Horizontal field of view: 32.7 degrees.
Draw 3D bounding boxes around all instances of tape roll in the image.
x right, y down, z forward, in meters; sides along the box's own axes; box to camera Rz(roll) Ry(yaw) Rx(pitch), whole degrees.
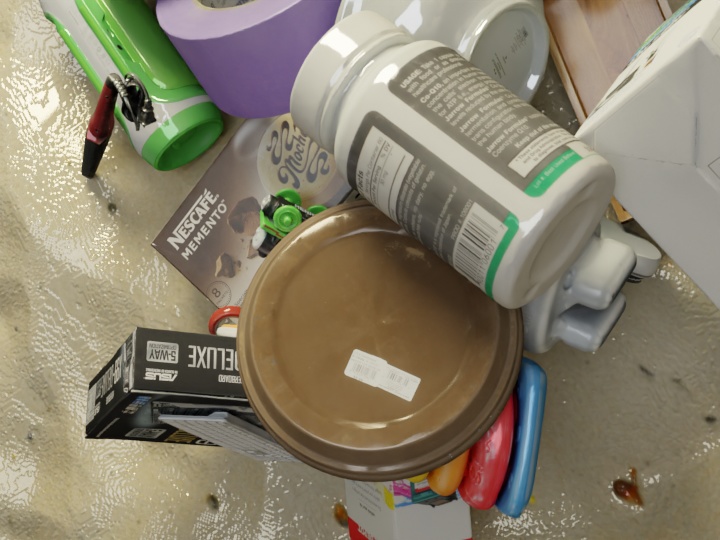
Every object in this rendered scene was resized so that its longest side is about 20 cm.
[{"bbox_3d":[-0.057,-0.221,0.977,0.198,0.085,0.201,-18,43,18],"label":"tape roll"}]

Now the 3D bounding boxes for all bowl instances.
[{"bbox_3d":[0.078,-0.165,0.922,0.090,0.200,0.203,30,99,38],"label":"bowl"}]

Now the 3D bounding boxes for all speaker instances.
[{"bbox_3d":[-0.204,-0.188,1.080,0.088,0.088,0.201,-38,79,14],"label":"speaker"}]

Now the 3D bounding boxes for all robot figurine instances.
[{"bbox_3d":[0.100,-0.013,0.908,0.198,0.113,0.171,22,129,22],"label":"robot figurine"}]

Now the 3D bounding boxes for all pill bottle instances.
[{"bbox_3d":[0.055,-0.077,0.795,0.200,0.113,0.114,40,101,21],"label":"pill bottle"}]

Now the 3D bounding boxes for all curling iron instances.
[{"bbox_3d":[-0.217,-0.115,1.045,0.025,0.200,0.050,-33,90,-30],"label":"curling iron"}]

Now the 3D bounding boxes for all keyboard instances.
[{"bbox_3d":[-0.095,0.137,0.988,0.056,0.200,0.011,-6,71,16],"label":"keyboard"}]

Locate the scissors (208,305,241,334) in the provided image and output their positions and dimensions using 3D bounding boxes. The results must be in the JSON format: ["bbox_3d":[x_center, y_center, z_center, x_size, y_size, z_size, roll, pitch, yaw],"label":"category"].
[{"bbox_3d":[-0.042,0.071,1.030,0.198,0.014,0.074,10,124,-17],"label":"scissors"}]

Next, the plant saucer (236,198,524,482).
[{"bbox_3d":[0.011,0.040,0.828,0.198,0.030,0.202,-2,70,7],"label":"plant saucer"}]

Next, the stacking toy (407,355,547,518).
[{"bbox_3d":[0.025,0.104,0.862,0.198,0.116,0.111,8,93,-7],"label":"stacking toy"}]

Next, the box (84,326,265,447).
[{"bbox_3d":[-0.123,0.098,0.967,0.156,0.200,0.050,8,71,-21],"label":"box"}]

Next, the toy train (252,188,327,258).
[{"bbox_3d":[0.000,0.000,0.989,0.199,0.042,0.057,28,115,-19],"label":"toy train"}]

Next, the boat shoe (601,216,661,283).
[{"bbox_3d":[0.138,-0.022,0.985,0.198,0.070,0.067,20,111,14],"label":"boat shoe"}]

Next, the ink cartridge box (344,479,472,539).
[{"bbox_3d":[0.034,0.166,0.974,0.067,0.116,0.202,-7,97,-19],"label":"ink cartridge box"}]

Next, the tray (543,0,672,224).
[{"bbox_3d":[0.215,-0.149,0.975,0.098,0.037,0.202,-23,84,16],"label":"tray"}]

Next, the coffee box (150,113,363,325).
[{"bbox_3d":[-0.068,-0.062,1.038,0.113,0.080,0.200,42,101,10],"label":"coffee box"}]

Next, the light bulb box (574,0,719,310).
[{"bbox_3d":[0.275,-0.091,0.831,0.198,0.200,0.125,46,134,-5],"label":"light bulb box"}]

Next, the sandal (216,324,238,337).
[{"bbox_3d":[-0.012,0.033,0.947,0.205,0.079,0.060,-3,79,23],"label":"sandal"}]
